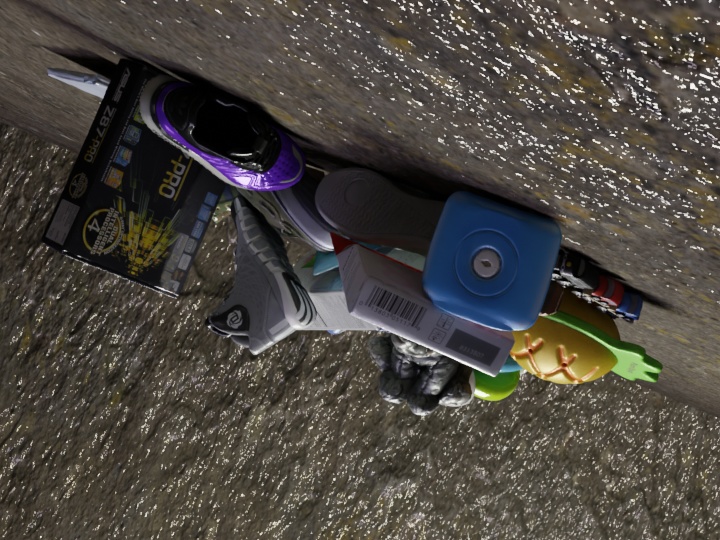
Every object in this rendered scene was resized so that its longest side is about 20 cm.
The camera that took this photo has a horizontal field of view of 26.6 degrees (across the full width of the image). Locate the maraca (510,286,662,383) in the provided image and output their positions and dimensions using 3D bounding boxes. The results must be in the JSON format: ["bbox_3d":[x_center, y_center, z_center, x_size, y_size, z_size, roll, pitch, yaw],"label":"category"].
[{"bbox_3d":[0.243,0.079,1.712,0.198,0.108,0.137,22,168,11],"label":"maraca"}]

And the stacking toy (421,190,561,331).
[{"bbox_3d":[0.140,-0.010,1.450,0.115,0.111,0.200,19,-172,15],"label":"stacking toy"}]

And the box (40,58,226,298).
[{"bbox_3d":[-0.213,-0.090,1.533,0.049,0.201,0.161,22,177,41],"label":"box"}]

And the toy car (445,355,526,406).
[{"bbox_3d":[0.151,0.064,1.940,0.174,0.201,0.150,-21,168,-36],"label":"toy car"}]

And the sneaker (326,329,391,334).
[{"bbox_3d":[0.040,0.043,1.812,0.199,0.089,0.075,-26,-179,-37],"label":"sneaker"}]

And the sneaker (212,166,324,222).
[{"bbox_3d":[-0.148,-0.097,1.762,0.198,0.091,0.067,14,-176,-3],"label":"sneaker"}]

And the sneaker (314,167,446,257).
[{"bbox_3d":[0.052,-0.041,1.575,0.199,0.074,0.118,19,170,26],"label":"sneaker"}]

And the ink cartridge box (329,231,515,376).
[{"bbox_3d":[0.056,0.013,1.482,0.161,0.057,0.200,23,-157,-16],"label":"ink cartridge box"}]

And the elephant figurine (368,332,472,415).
[{"bbox_3d":[0.086,0.062,1.706,0.140,0.156,0.201,-5,143,-9],"label":"elephant figurine"}]

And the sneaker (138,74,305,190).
[{"bbox_3d":[-0.115,-0.122,1.478,0.199,0.070,0.099,24,175,-42],"label":"sneaker"}]

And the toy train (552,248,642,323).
[{"bbox_3d":[0.252,0.018,1.598,0.045,0.034,0.200,8,169,33],"label":"toy train"}]

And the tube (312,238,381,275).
[{"bbox_3d":[-0.017,-0.046,1.672,0.051,0.077,0.200,60,-171,-18],"label":"tube"}]

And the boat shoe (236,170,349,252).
[{"bbox_3d":[-0.072,-0.069,1.646,0.072,0.062,0.200,10,-154,-36],"label":"boat shoe"}]

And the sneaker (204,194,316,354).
[{"bbox_3d":[-0.133,0.011,1.671,0.075,0.115,0.201,42,-165,-46],"label":"sneaker"}]

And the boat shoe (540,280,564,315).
[{"bbox_3d":[0.160,-0.001,1.658,0.073,0.076,0.200,18,-171,-35],"label":"boat shoe"}]

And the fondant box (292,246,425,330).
[{"bbox_3d":[0.000,0.000,1.699,0.058,0.144,0.199,55,154,-18],"label":"fondant box"}]

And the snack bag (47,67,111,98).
[{"bbox_3d":[-0.242,-0.189,1.708,0.199,0.022,0.188,21,180,-30],"label":"snack bag"}]
